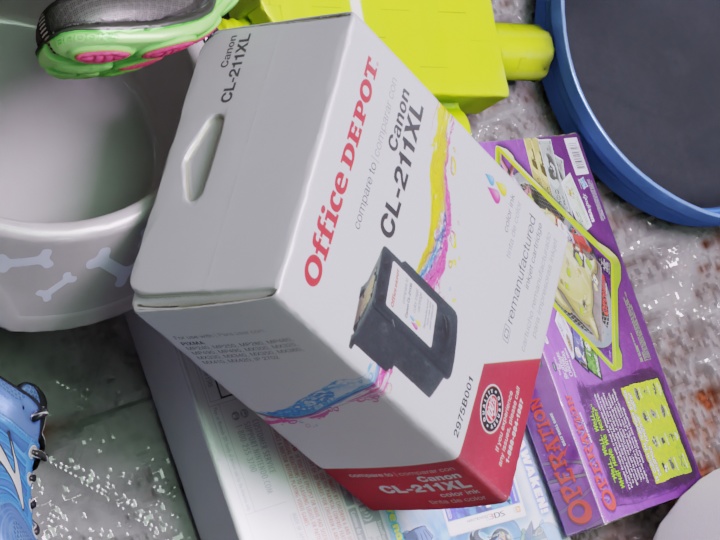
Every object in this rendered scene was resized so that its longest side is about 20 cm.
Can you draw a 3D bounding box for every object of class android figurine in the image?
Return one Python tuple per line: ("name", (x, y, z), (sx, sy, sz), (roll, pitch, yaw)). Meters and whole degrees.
("android figurine", (0.007, -0.142, 1.439), (0.199, 0.041, 0.183), (-4, 77, -34))

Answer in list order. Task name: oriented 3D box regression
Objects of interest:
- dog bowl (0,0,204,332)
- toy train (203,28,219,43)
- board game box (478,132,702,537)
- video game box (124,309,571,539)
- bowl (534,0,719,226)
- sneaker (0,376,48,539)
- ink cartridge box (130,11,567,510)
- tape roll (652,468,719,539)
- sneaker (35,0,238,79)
("dog bowl", (-0.154, -0.071, 1.261), (0.199, 0.059, 0.201), (9, 55, -13))
("toy train", (-0.077, -0.042, 1.324), (0.046, 0.034, 0.201), (2, 53, -21))
("board game box", (0.108, 0.029, 1.428), (0.120, 0.032, 0.201), (-6, 75, -62))
("video game box", (-0.002, 0.084, 1.355), (0.181, 0.047, 0.201), (-15, 82, -32))
("bowl", (0.181, -0.118, 1.543), (0.200, 0.039, 0.202), (11, 68, -29))
("sneaker", (-0.163, 0.093, 1.231), (0.089, 0.078, 0.201), (-26, 89, -33))
("ink cartridge box", (0.000, 0.000, 1.261), (0.200, 0.082, 0.146), (43, 53, -45))
("tape roll", (0.231, 0.195, 1.430), (0.202, 0.071, 0.204), (5, 81, -38))
("sneaker", (-0.085, -0.148, 1.241), (0.200, 0.077, 0.084), (-46, 111, -44))
